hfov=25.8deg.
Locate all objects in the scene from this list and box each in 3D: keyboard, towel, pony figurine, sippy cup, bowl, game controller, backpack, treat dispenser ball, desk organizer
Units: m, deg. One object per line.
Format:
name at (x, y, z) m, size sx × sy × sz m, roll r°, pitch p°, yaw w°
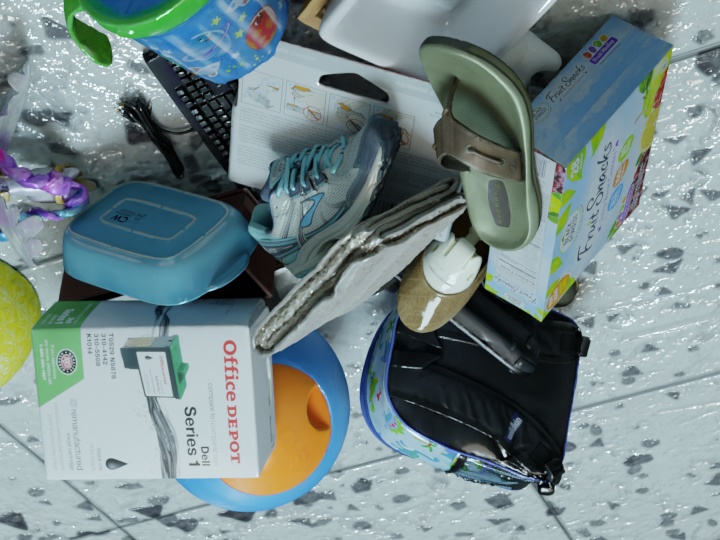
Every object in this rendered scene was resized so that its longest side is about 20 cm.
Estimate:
keyboard at (-0.131, -0.122, 1.362) m, size 0.126 × 0.021 × 0.200 m, roll -16°, pitch 140°, yaw 16°
towel at (0.000, 0.000, 1.293) m, size 0.132 × 0.035 × 0.200 m, roll -28°, pitch 169°, yaw -40°
pony figurine at (-0.321, -0.081, 1.319) m, size 0.197 × 0.169 × 0.193 m, roll 0°, pitch 175°, yaw -10°
sippy cup at (-0.122, -0.209, 1.167) m, size 0.176 × 0.141 × 0.130 m, roll 13°, pitch 165°, yaw 32°
bowl at (-0.412, 0.077, 1.531) m, size 0.198 × 0.109 × 0.201 m, roll -3°, pitch 143°, yaw -2°
game controller at (0.087, 0.019, 1.454) m, size 0.199 × 0.104 × 0.042 m, roll 39°, pitch 103°, yaw -10°
backpack at (0.101, 0.115, 1.564) m, size 0.198 × 0.185 × 0.147 m, roll 20°, pitch 159°, yaw -14°
treat dispenser ball at (-0.109, 0.135, 1.553) m, size 0.198 × 0.203 × 0.202 m, roll -2°, pitch 143°, yaw -2°
desk organizer at (-0.177, -0.004, 1.450) m, size 0.198 × 0.078 × 0.072 m, roll -13°, pitch 142°, yaw 23°

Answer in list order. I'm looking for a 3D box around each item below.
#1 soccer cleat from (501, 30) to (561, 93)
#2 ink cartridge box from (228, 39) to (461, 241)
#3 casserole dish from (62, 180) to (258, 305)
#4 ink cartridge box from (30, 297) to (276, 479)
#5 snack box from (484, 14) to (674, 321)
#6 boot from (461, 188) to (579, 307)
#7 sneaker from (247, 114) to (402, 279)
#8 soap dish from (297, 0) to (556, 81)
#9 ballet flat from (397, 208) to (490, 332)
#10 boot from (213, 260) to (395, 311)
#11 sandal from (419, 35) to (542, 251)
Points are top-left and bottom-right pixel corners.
soccer cleat at (0.099, -0.124, 1.334) m, size 0.077 × 0.070 × 0.201 m, roll 24°, pitch 135°, yaw -6°
ink cartridge box at (-0.007, -0.119, 1.290) m, size 0.198 × 0.044 × 0.175 m, roll 16°, pitch 139°, yaw 5°
casserole dish at (-0.180, -0.030, 1.366) m, size 0.199 × 0.121 × 0.039 m, roll 15°, pitch 134°, yaw 40°
ink cartridge box at (-0.181, 0.105, 1.407) m, size 0.197 × 0.084 × 0.148 m, roll -2°, pitch 104°, yaw 7°
snack box at (0.180, -0.082, 1.315) m, size 0.067 × 0.169 × 0.201 m, roll 30°, pitch 147°, yaw 22°
boot at (0.153, 0.008, 1.491) m, size 0.074 × 0.098 × 0.200 m, roll -23°, pitch 138°, yaw 25°
sneaker at (-0.036, -0.063, 1.274) m, size 0.086 × 0.078 × 0.200 m, roll 30°, pitch 139°, yaw -7°
soap dish at (0.068, -0.233, 1.180) m, size 0.156 × 0.082 × 0.200 m, roll 19°, pitch 138°, yaw -27°
ballet flat at (0.102, -0.034, 1.371) m, size 0.068 × 0.200 × 0.072 m, roll 41°, pitch 170°, yaw -1°
boot at (-0.053, -0.003, 1.498) m, size 0.198 × 0.076 × 0.074 m, roll -16°, pitch 124°, yaw -8°
sandal at (0.091, -0.088, 1.188) m, size 0.079 × 0.057 × 0.202 m, roll 11°, pitch 135°, yaw 37°
